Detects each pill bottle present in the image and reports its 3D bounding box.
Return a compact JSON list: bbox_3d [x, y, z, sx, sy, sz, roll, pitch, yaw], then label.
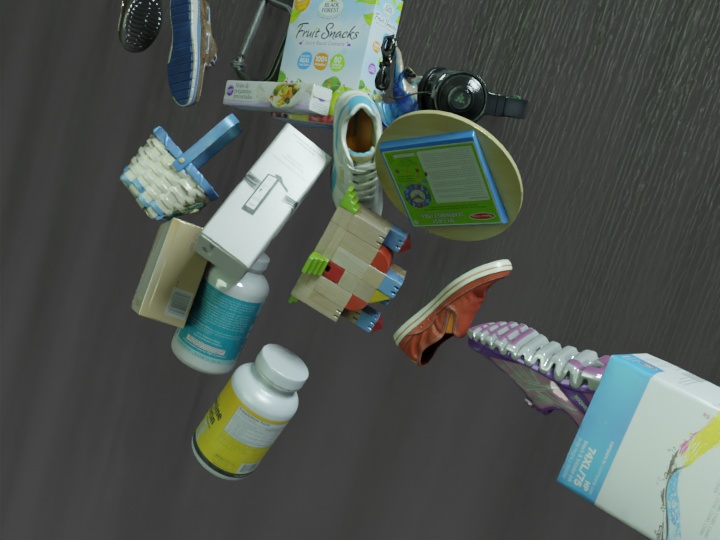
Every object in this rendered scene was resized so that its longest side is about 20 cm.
[{"bbox_3d":[-0.215,0.056,1.152,0.111,0.110,0.201,36,106,32],"label":"pill bottle"},{"bbox_3d":[-0.164,0.212,1.101,0.112,0.112,0.201,45,111,29],"label":"pill bottle"}]

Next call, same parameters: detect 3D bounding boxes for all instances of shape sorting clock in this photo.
[{"bbox_3d":[0.109,-0.116,0.916,0.199,0.039,0.201,22,139,20],"label":"shape sorting clock"}]

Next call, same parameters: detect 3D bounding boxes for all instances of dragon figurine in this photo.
[{"bbox_3d":[0.058,-0.226,1.015,0.099,0.059,0.201,-41,64,25],"label":"dragon figurine"}]

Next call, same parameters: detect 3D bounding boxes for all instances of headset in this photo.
[{"bbox_3d":[0.114,-0.230,0.895,0.124,0.198,0.095,-131,47,-66],"label":"headset"}]

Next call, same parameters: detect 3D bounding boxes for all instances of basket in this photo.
[{"bbox_3d":[-0.270,-0.171,1.153,0.200,0.176,0.139,-44,97,-1],"label":"basket"}]

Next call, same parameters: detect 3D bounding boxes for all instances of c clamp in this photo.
[{"bbox_3d":[-0.162,-0.397,1.210,0.170,0.027,0.201,24,98,29],"label":"c clamp"}]

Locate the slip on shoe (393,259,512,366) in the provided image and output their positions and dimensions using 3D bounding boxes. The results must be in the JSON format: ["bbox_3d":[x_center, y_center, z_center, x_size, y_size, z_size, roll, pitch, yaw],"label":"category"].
[{"bbox_3d":[0.125,0.054,0.939,0.200,0.074,0.061,-45,69,30],"label":"slip on shoe"}]

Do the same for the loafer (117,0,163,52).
[{"bbox_3d":[-0.415,-0.511,1.375,0.071,0.073,0.201,15,90,45],"label":"loafer"}]

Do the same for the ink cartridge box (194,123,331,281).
[{"bbox_3d":[-0.142,-0.092,1.040,0.084,0.146,0.201,37,75,-7],"label":"ink cartridge box"}]

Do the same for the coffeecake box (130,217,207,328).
[{"bbox_3d":[-0.305,0.003,1.167,0.200,0.073,0.155,2,73,69],"label":"coffeecake box"}]

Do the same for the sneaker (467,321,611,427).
[{"bbox_3d":[0.211,0.125,0.873,0.199,0.080,0.089,22,117,38],"label":"sneaker"}]

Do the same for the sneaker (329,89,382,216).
[{"bbox_3d":[-0.004,-0.142,1.002,0.076,0.081,0.201,-8,113,-6],"label":"sneaker"}]

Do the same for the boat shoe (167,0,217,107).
[{"bbox_3d":[-0.285,-0.383,1.262,0.072,0.072,0.202,6,94,34],"label":"boat shoe"}]

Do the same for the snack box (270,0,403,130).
[{"bbox_3d":[-0.039,-0.315,1.086,0.168,0.067,0.202,14,93,37],"label":"snack box"}]

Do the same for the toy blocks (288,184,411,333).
[{"bbox_3d":[0.000,0.000,1.001,0.136,0.100,0.201,30,113,1],"label":"toy blocks"}]

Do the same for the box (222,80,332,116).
[{"bbox_3d":[-0.127,-0.258,1.082,0.199,0.041,0.039,15,94,41],"label":"box"}]

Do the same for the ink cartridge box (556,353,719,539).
[{"bbox_3d":[0.336,0.192,0.731,0.199,0.146,0.147,27,101,34],"label":"ink cartridge box"}]
